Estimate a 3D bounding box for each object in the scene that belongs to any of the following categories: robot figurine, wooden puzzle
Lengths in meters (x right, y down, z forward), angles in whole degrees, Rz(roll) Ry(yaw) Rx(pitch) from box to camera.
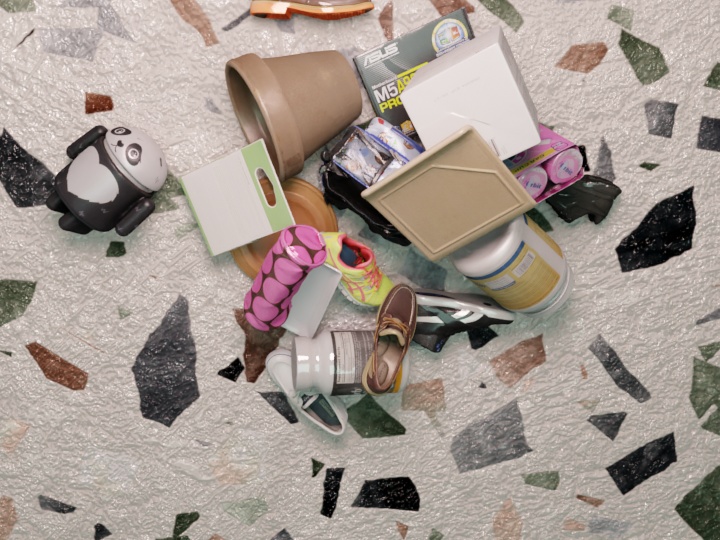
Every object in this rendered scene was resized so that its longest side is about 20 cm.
[{"bbox_3d":[-0.409,-0.144,1.108,0.199,0.125,0.150,-37,118,6],"label":"robot figurine"},{"bbox_3d":[0.128,-0.107,0.981,0.184,0.037,0.200,-30,134,27],"label":"wooden puzzle"}]

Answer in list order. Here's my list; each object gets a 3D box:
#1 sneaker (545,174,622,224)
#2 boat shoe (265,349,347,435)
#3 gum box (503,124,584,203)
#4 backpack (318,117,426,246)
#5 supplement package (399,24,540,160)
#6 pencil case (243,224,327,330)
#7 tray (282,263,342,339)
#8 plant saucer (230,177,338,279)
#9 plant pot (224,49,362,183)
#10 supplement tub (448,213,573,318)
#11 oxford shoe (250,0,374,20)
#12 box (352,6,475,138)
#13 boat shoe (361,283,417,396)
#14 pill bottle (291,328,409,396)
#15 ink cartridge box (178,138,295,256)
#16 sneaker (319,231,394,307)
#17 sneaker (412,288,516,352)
[{"bbox_3d":[0.358,-0.133,1.206,0.198,0.076,0.091,15,111,-6],"label":"sneaker"},{"bbox_3d":[-0.096,0.226,1.267,0.200,0.065,0.074,41,99,-13],"label":"boat shoe"},{"bbox_3d":[0.244,-0.151,1.088,0.199,0.114,0.066,-29,123,-3],"label":"gum box"},{"bbox_3d":[0.038,-0.136,1.105,0.190,0.200,0.154,43,85,4],"label":"backpack"},{"bbox_3d":[0.170,-0.251,1.024,0.151,0.200,0.151,-23,109,22],"label":"supplement package"},{"bbox_3d":[-0.119,0.011,1.099,0.093,0.091,0.200,-5,149,-34],"label":"pencil case"},{"bbox_3d":[-0.103,0.037,1.188,0.107,0.022,0.201,28,135,1],"label":"tray"},{"bbox_3d":[-0.137,-0.064,1.200,0.198,0.037,0.202,-1,105,-4],"label":"plant saucer"},{"bbox_3d":[-0.095,-0.264,1.083,0.174,0.200,0.202,-26,107,-14],"label":"plant pot"},{"bbox_3d":[0.260,-0.016,1.168,0.200,0.145,0.145,35,101,-34],"label":"supplement tub"},{"bbox_3d":[-0.076,-0.440,1.085,0.198,0.071,0.074,0,100,-5],"label":"oxford shoe"},{"bbox_3d":[0.107,-0.321,1.145,0.199,0.044,0.161,-23,107,2],"label":"box"},{"bbox_3d":[0.056,0.112,1.152,0.072,0.072,0.201,23,70,-5],"label":"boat shoe"},{"bbox_3d":[-0.020,0.164,1.221,0.198,0.116,0.117,0,106,-11],"label":"pill bottle"},{"bbox_3d":[-0.193,-0.118,1.115,0.199,0.048,0.147,-17,98,33],"label":"ink cartridge box"},{"bbox_3d":[0.000,0.000,1.175,0.200,0.090,0.079,35,58,-33],"label":"sneaker"},{"bbox_3d":[0.178,0.101,1.257,0.198,0.073,0.113,10,108,3],"label":"sneaker"}]
